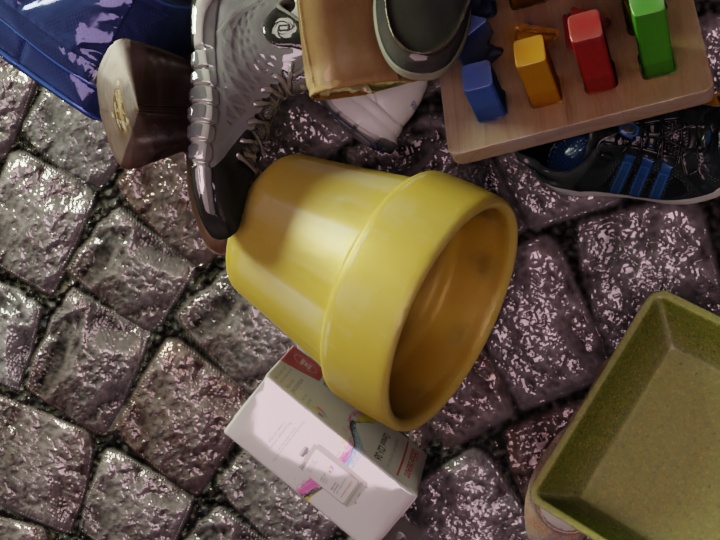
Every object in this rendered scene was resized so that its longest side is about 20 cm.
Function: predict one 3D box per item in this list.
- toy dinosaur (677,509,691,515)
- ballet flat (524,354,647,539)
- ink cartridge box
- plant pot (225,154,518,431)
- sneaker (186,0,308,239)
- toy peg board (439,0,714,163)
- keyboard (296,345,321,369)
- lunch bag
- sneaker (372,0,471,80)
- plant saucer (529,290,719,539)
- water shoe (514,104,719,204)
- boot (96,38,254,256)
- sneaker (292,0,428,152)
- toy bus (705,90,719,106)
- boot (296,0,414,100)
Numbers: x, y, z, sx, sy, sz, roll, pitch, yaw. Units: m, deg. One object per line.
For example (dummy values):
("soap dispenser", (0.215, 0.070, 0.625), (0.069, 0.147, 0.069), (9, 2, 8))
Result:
("toy dinosaur", (0.325, 0.175, 0.934), (0.198, 0.105, 0.183), (-23, 83, -17))
("ballet flat", (0.187, 0.161, 0.952), (0.067, 0.067, 0.202), (23, 104, 11))
("ink cartridge box", (-0.010, 0.162, 0.971), (0.199, 0.116, 0.068), (39, 102, 0))
("plant pot", (0.000, 0.000, 0.917), (0.187, 0.200, 0.203), (25, 105, 25))
("sneaker", (-0.073, -0.127, 0.879), (0.114, 0.075, 0.203), (-2, 82, 3))
("toy peg board", (0.141, -0.210, 0.838), (0.197, 0.098, 0.202), (-12, 63, 16))
("keyboard", (-0.026, 0.102, 1.029), (0.056, 0.011, 0.203), (-8, 98, 10))
("lunch bag", (-0.249, -0.218, 0.965), (0.199, 0.136, 0.133), (34, 105, 8))
("sneaker", (0.049, -0.243, 0.795), (0.074, 0.106, 0.203), (6, 72, 3))
("plant saucer", (0.262, 0.144, 0.850), (0.199, 0.048, 0.201), (29, 76, 28))
("water shoe", (0.207, -0.090, 0.857), (0.198, 0.078, 0.073), (-5, 75, 44))
("boot", (-0.152, -0.092, 0.927), (0.063, 0.200, 0.189), (-2, 99, 15))
("sneaker", (-0.029, -0.188, 0.958), (0.199, 0.075, 0.087), (39, 89, 3))
("toy bus", (0.321, -0.052, 0.826), (0.078, 0.065, 0.202), (-46, 46, 36))
("boot", (0.011, -0.242, 0.881), (0.066, 0.173, 0.203), (-16, 88, 61))
